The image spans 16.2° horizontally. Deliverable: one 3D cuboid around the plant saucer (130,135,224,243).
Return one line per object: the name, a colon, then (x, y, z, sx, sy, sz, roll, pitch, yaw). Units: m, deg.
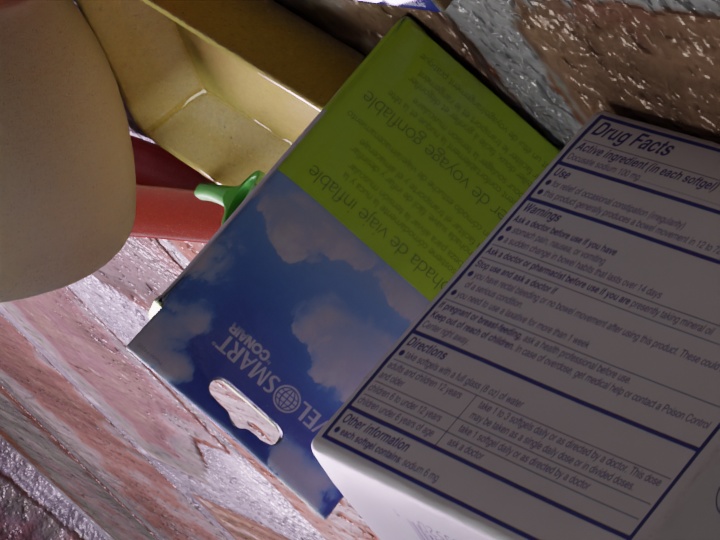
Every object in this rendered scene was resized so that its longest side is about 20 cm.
plant saucer: (-0.169, -0.054, 1.492, 0.200, 0.037, 0.200, 5, -168, -40)

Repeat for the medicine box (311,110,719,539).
medicine box: (0.117, 0.053, 1.004, 0.182, 0.200, 0.103, 22, 155, 49)

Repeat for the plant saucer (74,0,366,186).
plant saucer: (-0.050, -0.088, 1.298, 0.200, 0.048, 0.200, 33, 163, 24)

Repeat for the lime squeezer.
lime squeezer: (-0.037, -0.027, 1.308, 0.200, 0.038, 0.071, 25, -170, 41)

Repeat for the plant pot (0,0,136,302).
plant pot: (-0.210, -0.093, 1.286, 0.200, 0.200, 0.135, 30, 128, 32)

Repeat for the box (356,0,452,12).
box: (-0.047, -0.188, 1.032, 0.200, 0.032, 0.121, 47, 163, -31)

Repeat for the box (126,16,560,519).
box: (0.000, 0.000, 1.134, 0.122, 0.200, 0.048, 41, 165, -2)
